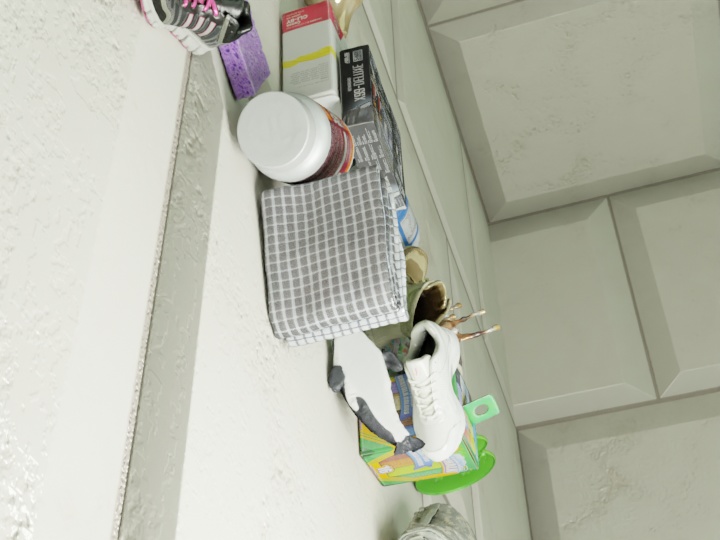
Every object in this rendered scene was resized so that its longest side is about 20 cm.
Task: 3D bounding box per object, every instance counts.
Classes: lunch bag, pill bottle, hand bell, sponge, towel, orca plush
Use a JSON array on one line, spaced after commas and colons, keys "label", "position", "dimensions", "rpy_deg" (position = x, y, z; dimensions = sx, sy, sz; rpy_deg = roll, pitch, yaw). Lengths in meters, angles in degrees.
[{"label": "lunch bag", "position": [0.113, 0.435, 1.529], "dimensions": [0.200, 0.138, 0.170], "rpy_deg": [9, 70, -78]}, {"label": "pill bottle", "position": [0.036, -0.078, 1.772], "dimensions": [0.201, 0.111, 0.113], "rpy_deg": [65, 17, -48]}, {"label": "hand bell", "position": [-0.051, -0.365, 1.787], "dimensions": [0.104, 0.103, 0.203], "rpy_deg": [29, 62, -74]}, {"label": "sponge", "position": [-0.162, -0.322, 1.311], "dimensions": [0.112, 0.029, 0.202], "rpy_deg": [-72, 147, -67]}, {"label": "towel", "position": [-0.034, -0.023, 1.275], "dimensions": [0.086, 0.164, 0.202], "rpy_deg": [40, 38, -61]}, {"label": "pill bottle", "position": [-0.080, -0.163, 1.332], "dimensions": [0.200, 0.108, 0.111], "rpy_deg": [7, 71, -77]}, {"label": "orca plush", "position": [0.018, 0.172, 1.464], "dimensions": [0.200, 0.105, 0.071], "rpy_deg": [47, -26, 16]}]

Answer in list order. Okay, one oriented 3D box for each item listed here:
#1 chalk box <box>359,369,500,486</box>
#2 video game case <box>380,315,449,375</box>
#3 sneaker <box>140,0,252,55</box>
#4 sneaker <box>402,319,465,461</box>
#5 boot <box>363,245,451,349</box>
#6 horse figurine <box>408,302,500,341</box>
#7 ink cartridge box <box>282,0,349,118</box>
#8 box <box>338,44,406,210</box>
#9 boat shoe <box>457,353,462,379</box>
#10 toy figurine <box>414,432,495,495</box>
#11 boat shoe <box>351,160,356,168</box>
[{"label": "chalk box", "position": [0.107, 0.227, 1.569], "dimensions": [0.125, 0.198, 0.125], "rpy_deg": [59, 22, -50]}, {"label": "video game case", "position": [0.085, 0.119, 1.765], "dimensions": [0.200, 0.022, 0.184], "rpy_deg": [43, 53, -45]}, {"label": "sneaker", "position": [-0.169, -0.285, 1.102], "dimensions": [0.200, 0.086, 0.075], "rpy_deg": [28, 50, -74]}, {"label": "sneaker", "position": [0.091, 0.162, 1.468], "dimensions": [0.099, 0.077, 0.202], "rpy_deg": [38, 42, -52]}, {"label": "boot", "position": [0.085, 0.032, 1.633], "dimensions": [0.072, 0.154, 0.201], "rpy_deg": [42, 58, -19]}, {"label": "horse figurine", "position": [0.123, 0.087, 1.668], "dimensions": [0.199, 0.131, 0.051], "rpy_deg": [15, -60, 61]}, {"label": "ink cartridge box", "position": [-0.059, -0.282, 1.606], "dimensions": [0.146, 0.082, 0.202], "rpy_deg": [64, 18, -50]}, {"label": "box", "position": [0.020, -0.207, 1.580], "dimensions": [0.201, 0.049, 0.159], "rpy_deg": [64, 18, -52]}, {"label": "boat shoe", "position": [0.120, 0.151, 1.659], "dimensions": [0.200, 0.071, 0.060], "rpy_deg": [111, -4, -69]}, {"label": "toy figurine", "position": [0.143, 0.265, 1.859], "dimensions": [0.201, 0.148, 0.186], "rpy_deg": [99, -23, -53]}, {"label": "boat shoe", "position": [-0.016, -0.235, 1.810], "dimensions": [0.075, 0.061, 0.202], "rpy_deg": [67, 17, -44]}]
